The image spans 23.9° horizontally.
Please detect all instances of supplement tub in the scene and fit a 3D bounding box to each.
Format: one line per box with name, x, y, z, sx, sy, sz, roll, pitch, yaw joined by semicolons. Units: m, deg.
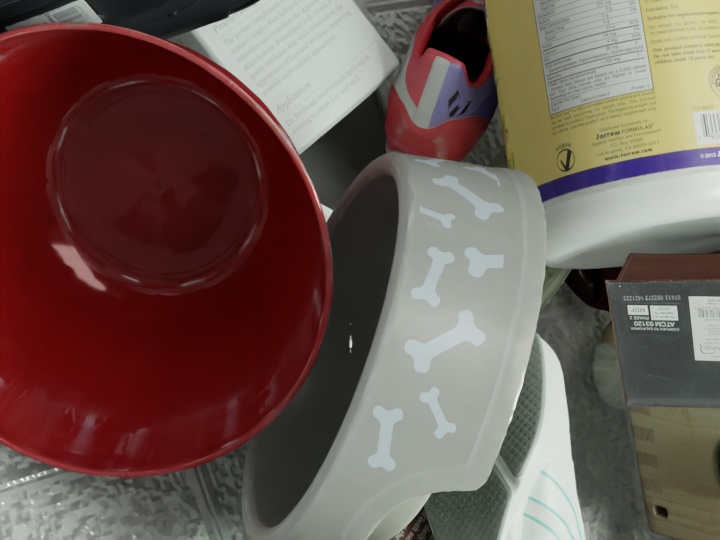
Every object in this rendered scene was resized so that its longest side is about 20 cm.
supplement tub;0.136;-0.111;0.848;0.145;0.145;0.202;-1;78;-35

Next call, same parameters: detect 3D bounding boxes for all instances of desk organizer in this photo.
desk organizer;0.226;0.017;0.813;0.077;0.199;0.072;-55;138;-53

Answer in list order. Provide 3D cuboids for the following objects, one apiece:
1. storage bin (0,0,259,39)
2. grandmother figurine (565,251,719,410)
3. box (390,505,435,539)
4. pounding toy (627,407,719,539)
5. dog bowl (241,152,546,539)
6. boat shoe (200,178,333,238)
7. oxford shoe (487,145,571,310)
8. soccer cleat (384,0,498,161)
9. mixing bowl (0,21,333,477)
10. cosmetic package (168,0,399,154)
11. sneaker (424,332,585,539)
storage bin;-0.148;-0.144;0.730;0.199;0.135;0.094;-18;81;2
grandmother figurine;0.162;-0.019;0.982;0.061;0.120;0.202;25;66;-64
box;0.069;0.178;0.846;0.200;0.075;0.100;45;53;-10
pounding toy;0.229;0.096;0.895;0.200;0.183;0.143;-41;128;-40
dog bowl;0.007;0.041;0.725;0.058;0.200;0.201;20;61;-15
boat shoe;0.003;-0.001;0.869;0.202;0.074;0.086;40;55;-19
oxford shoe;0.107;-0.054;0.947;0.201;0.075;0.058;-69;159;-9
soccer cleat;0.063;-0.131;0.934;0.066;0.077;0.200;23;42;4
mixing bowl;-0.103;-0.022;0.753;0.200;0.200;0.108;47;19;-10
cosmetic package;-0.083;-0.146;0.867;0.200;0.074;0.102;52;51;-5
sneaker;0.074;0.129;0.790;0.080;0.070;0.202;25;61;-42
